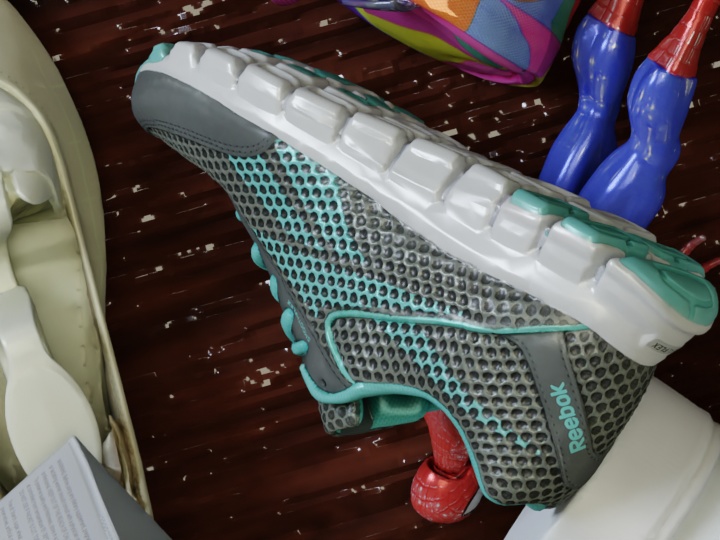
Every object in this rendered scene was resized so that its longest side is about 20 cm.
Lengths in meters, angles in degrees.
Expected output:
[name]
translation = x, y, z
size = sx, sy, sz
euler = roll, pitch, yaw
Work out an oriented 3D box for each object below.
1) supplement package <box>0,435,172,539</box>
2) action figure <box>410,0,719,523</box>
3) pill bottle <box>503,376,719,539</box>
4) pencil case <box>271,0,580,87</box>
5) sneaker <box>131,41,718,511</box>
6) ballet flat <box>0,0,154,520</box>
[supplement package]
translation = -0.044, 0.171, 0.772
size = 0.111, 0.156, 0.200
euler = -40, 112, 1
[action figure]
translation = 0.065, -0.011, 0.846
size = 0.052, 0.065, 0.200
euler = 17, 108, -42
[pill bottle]
translation = 0.138, 0.120, 0.827
size = 0.200, 0.111, 0.111
euler = 36, 90, -2
[pencil case]
translation = 0.053, -0.151, 0.838
size = 0.088, 0.088, 0.200
euler = 28, 89, -1
[sneaker]
translation = 0.000, 0.000, 0.810
size = 0.200, 0.078, 0.091
euler = 30, 100, 35
[ballet flat]
translation = -0.103, 0.002, 0.843
size = 0.069, 0.069, 0.200
euler = -17, 91, -1
